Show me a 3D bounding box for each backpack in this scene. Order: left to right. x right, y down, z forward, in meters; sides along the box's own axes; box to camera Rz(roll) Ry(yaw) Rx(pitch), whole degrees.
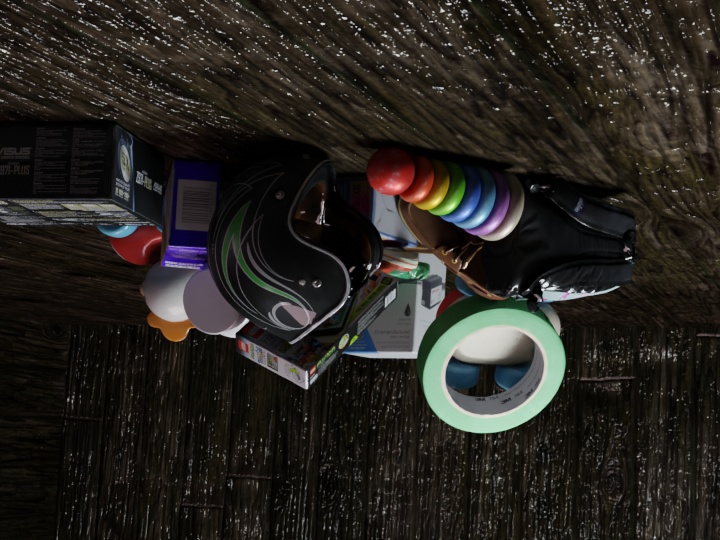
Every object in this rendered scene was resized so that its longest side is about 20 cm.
[{"bbox_3d":[0.255,-0.038,1.496,0.200,0.167,0.127,3,-171,-30],"label":"backpack"}]

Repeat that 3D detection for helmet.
[{"bbox_3d":[-0.084,-0.033,1.365,0.200,0.191,0.200,-40,-178,2],"label":"helmet"}]

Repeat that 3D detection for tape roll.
[{"bbox_3d":[0.179,0.128,1.613,0.200,0.201,0.048,4,-153,-11],"label":"tape roll"}]

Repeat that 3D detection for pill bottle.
[{"bbox_3d":[-0.146,0.027,1.527,0.111,0.111,0.200,-1,-174,22],"label":"pill bottle"}]

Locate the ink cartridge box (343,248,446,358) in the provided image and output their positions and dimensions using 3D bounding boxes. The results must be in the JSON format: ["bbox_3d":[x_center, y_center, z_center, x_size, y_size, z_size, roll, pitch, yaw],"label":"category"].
[{"bbox_3d":[0.054,0.037,1.872,0.145,0.200,0.084,-3,169,38],"label":"ink cartridge box"}]

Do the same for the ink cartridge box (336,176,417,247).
[{"bbox_3d":[-0.040,-0.072,1.551,0.200,0.076,0.136,0,172,28],"label":"ink cartridge box"}]

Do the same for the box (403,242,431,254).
[{"bbox_3d":[0.164,-0.032,1.700,0.200,0.021,0.163,4,179,4],"label":"box"}]

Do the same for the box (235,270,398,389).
[{"bbox_3d":[-0.052,0.056,1.465,0.110,0.035,0.200,25,-133,23],"label":"box"}]

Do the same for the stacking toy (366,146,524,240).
[{"bbox_3d":[0.091,-0.093,1.343,0.200,0.085,0.085,12,168,-36],"label":"stacking toy"}]

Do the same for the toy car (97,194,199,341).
[{"bbox_3d":[-0.284,0.002,1.699,0.177,0.200,0.184,1,172,14],"label":"toy car"}]

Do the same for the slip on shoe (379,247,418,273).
[{"bbox_3d":[0.000,0.000,1.576,0.074,0.061,0.200,8,171,-44],"label":"slip on shoe"}]

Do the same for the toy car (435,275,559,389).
[{"bbox_3d":[0.186,0.048,1.722,0.177,0.184,0.200,4,-154,-11],"label":"toy car"}]

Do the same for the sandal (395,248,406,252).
[{"bbox_3d":[-0.016,-0.038,1.702,0.203,0.050,0.082,23,-177,-12],"label":"sandal"}]

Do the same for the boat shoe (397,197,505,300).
[{"bbox_3d":[0.130,-0.035,1.517,0.200,0.072,0.068,44,180,-23],"label":"boat shoe"}]

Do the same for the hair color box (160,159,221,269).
[{"bbox_3d":[-0.220,-0.068,1.501,0.065,0.109,0.200,4,172,-10],"label":"hair color box"}]

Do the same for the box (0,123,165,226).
[{"bbox_3d":[-0.344,-0.106,1.331,0.200,0.086,0.164,1,173,10],"label":"box"}]

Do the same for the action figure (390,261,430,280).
[{"bbox_3d":[0.011,-0.026,1.791,0.200,0.055,0.118,19,178,10],"label":"action figure"}]
